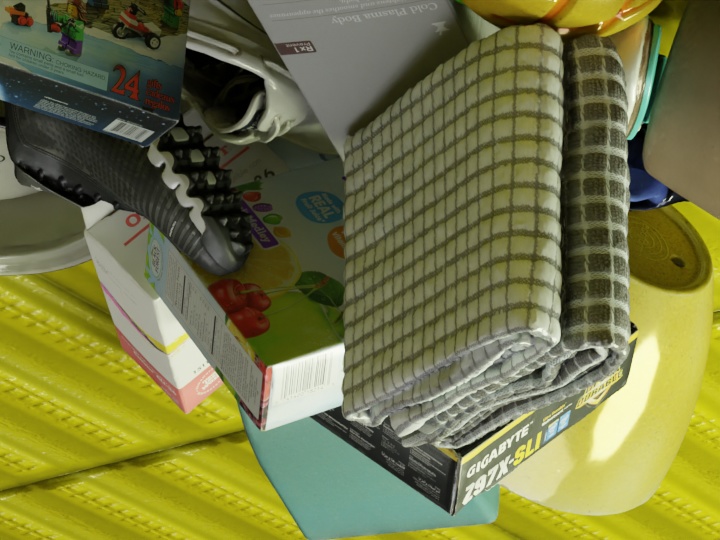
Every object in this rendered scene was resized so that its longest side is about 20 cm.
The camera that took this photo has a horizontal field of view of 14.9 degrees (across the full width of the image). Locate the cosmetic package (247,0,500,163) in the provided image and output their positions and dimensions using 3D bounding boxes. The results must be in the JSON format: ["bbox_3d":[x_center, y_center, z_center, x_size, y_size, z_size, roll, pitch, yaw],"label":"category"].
[{"bbox_3d":[0.020,-0.128,1.437,0.106,0.091,0.200,-7,143,21],"label":"cosmetic package"}]

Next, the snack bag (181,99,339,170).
[{"bbox_3d":[-0.022,-0.093,1.611,0.198,0.022,0.189,3,154,4],"label":"snack bag"}]

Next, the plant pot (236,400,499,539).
[{"bbox_3d":[-0.004,0.065,1.809,0.140,0.142,0.200,-8,147,21],"label":"plant pot"}]

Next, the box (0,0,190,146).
[{"bbox_3d":[-0.178,-0.156,1.362,0.199,0.138,0.038,17,153,-28],"label":"box"}]

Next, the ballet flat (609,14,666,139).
[{"bbox_3d":[0.126,-0.103,1.464,0.069,0.070,0.200,-1,-179,7],"label":"ballet flat"}]

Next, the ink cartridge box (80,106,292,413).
[{"bbox_3d":[-0.091,-0.011,1.623,0.116,0.067,0.200,-40,157,-14],"label":"ink cartridge box"}]

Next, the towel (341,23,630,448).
[{"bbox_3d":[0.064,-0.011,1.367,0.085,0.167,0.200,9,159,-23],"label":"towel"}]

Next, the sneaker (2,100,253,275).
[{"bbox_3d":[-0.139,-0.063,1.489,0.090,0.200,0.066,-44,168,18],"label":"sneaker"}]

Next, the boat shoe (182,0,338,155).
[{"bbox_3d":[-0.062,-0.102,1.503,0.072,0.066,0.200,-13,148,30],"label":"boat shoe"}]

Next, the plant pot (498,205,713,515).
[{"bbox_3d":[0.136,0.027,1.684,0.199,0.201,0.142,15,128,-24],"label":"plant pot"}]

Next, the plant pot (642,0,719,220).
[{"bbox_3d":[0.247,-0.082,1.451,0.174,0.201,0.201,19,157,10],"label":"plant pot"}]

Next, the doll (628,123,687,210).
[{"bbox_3d":[0.155,-0.061,1.569,0.199,0.049,0.136,-7,-153,-41],"label":"doll"}]

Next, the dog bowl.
[{"bbox_3d":[-0.229,-0.072,1.618,0.198,0.074,0.200,3,154,1],"label":"dog bowl"}]

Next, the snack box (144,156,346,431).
[{"bbox_3d":[0.000,0.000,1.521,0.199,0.142,0.053,-16,136,-26],"label":"snack box"}]

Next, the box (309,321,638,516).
[{"bbox_3d":[0.032,0.035,1.563,0.200,0.159,0.050,34,135,29],"label":"box"}]

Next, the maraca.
[{"bbox_3d":[0.114,-0.166,1.355,0.137,0.108,0.200,-29,163,24],"label":"maraca"}]
